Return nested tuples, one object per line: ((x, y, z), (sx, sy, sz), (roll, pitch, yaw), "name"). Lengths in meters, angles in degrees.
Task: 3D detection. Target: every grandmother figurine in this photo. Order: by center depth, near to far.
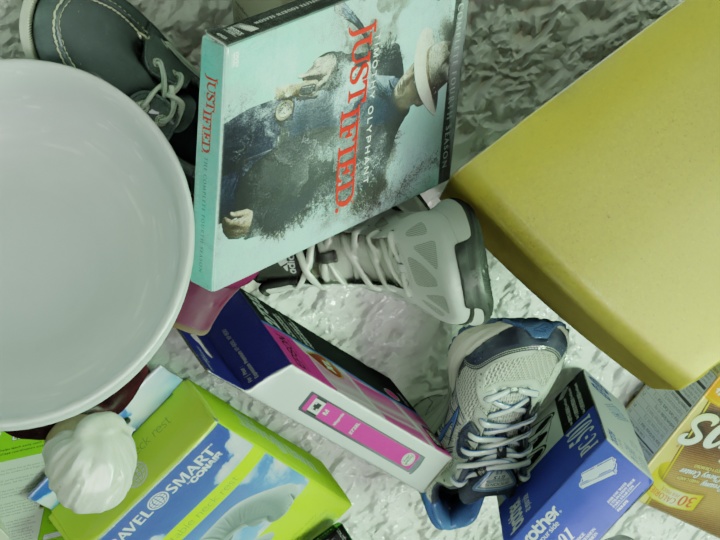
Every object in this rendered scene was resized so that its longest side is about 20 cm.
((-0.172, 0.057, 1.388), (0.121, 0.200, 0.061), (-17, 134, -17), "grandmother figurine")

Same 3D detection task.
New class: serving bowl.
((-0.182, -0.008, 1.331), (0.200, 0.200, 0.066), (-34, 164, -4), "serving bowl")

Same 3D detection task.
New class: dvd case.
((-0.014, -0.086, 1.366), (0.200, 0.022, 0.146), (-27, 132, -44), "dvd case")

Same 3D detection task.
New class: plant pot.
((0.181, -0.039, 1.477), (0.200, 0.200, 0.177), (-37, 89, -2), "plant pot")

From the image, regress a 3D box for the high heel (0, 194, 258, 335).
((-0.145, -0.039, 1.407), (0.200, 0.068, 0.096), (21, 121, -24), "high heel")

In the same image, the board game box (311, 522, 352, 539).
((0.000, 0.272, 1.621), (0.105, 0.023, 0.200), (-34, 97, -11), "board game box")

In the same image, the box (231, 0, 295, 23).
((-0.030, -0.180, 1.385), (0.068, 0.082, 0.200), (-17, 130, -20), "box")

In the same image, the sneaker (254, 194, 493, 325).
((0.000, 0.000, 1.457), (0.115, 0.200, 0.076), (-13, 103, -15), "sneaker")

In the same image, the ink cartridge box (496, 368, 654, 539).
((0.133, 0.130, 1.621), (0.044, 0.200, 0.094), (41, 98, -6), "ink cartridge box")

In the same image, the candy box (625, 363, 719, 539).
((0.266, 0.082, 1.749), (0.115, 0.055, 0.200), (26, 106, -39), "candy box")

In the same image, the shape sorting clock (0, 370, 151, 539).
((-0.209, 0.116, 1.517), (0.200, 0.039, 0.200), (-23, 139, -22), "shape sorting clock")

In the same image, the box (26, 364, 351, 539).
((-0.102, 0.143, 1.566), (0.122, 0.048, 0.200), (-45, 144, 5), "box")

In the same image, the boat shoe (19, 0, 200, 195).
((-0.110, -0.099, 1.394), (0.200, 0.062, 0.073), (44, 63, -45), "boat shoe")

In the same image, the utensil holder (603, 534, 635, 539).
((0.121, 0.296, 1.742), (0.199, 0.170, 0.170), (-19, 129, -16), "utensil holder")

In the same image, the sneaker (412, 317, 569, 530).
((0.085, 0.100, 1.590), (0.077, 0.085, 0.200), (2, 147, -18), "sneaker")

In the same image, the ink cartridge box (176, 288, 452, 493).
((-0.035, 0.065, 1.542), (0.200, 0.095, 0.037), (30, 104, -40), "ink cartridge box")

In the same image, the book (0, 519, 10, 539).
((-0.281, 0.120, 1.372), (0.133, 0.200, 0.048), (-38, 132, -1), "book")
